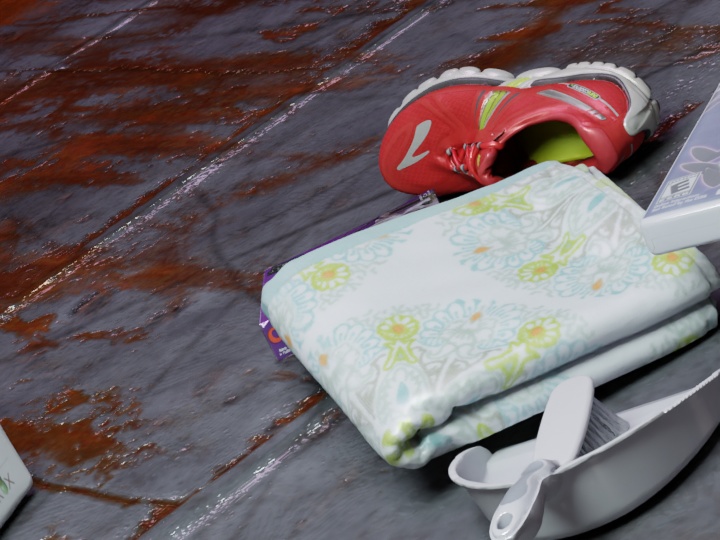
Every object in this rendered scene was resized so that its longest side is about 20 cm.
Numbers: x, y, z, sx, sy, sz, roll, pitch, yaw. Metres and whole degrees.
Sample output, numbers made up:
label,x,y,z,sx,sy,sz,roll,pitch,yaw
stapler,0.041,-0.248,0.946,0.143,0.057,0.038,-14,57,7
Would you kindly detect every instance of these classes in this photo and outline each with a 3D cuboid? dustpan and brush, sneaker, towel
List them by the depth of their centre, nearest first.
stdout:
label,x,y,z,sx,sy,sz,roll,pitch,yaw
dustpan and brush,0.092,0.091,1.312,0.139,0.057,0.200,-20,20,22
towel,0.067,0.015,1.484,0.200,0.048,0.171,-24,30,-13
sneaker,0.083,-0.078,1.742,0.200,0.077,0.085,-12,27,39

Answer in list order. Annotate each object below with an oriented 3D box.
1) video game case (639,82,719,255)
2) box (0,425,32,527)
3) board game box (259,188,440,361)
label,x,y,z,sx,sy,sz,roll,pitch,yaw
video game case,0.251,-0.077,1.417,0.200,0.023,0.182,-15,20,28
box,-0.335,0.125,1.621,0.199,0.171,0.200,-17,21,28
board game box,0.000,0.000,1.669,0.120,0.032,0.200,-30,8,3
